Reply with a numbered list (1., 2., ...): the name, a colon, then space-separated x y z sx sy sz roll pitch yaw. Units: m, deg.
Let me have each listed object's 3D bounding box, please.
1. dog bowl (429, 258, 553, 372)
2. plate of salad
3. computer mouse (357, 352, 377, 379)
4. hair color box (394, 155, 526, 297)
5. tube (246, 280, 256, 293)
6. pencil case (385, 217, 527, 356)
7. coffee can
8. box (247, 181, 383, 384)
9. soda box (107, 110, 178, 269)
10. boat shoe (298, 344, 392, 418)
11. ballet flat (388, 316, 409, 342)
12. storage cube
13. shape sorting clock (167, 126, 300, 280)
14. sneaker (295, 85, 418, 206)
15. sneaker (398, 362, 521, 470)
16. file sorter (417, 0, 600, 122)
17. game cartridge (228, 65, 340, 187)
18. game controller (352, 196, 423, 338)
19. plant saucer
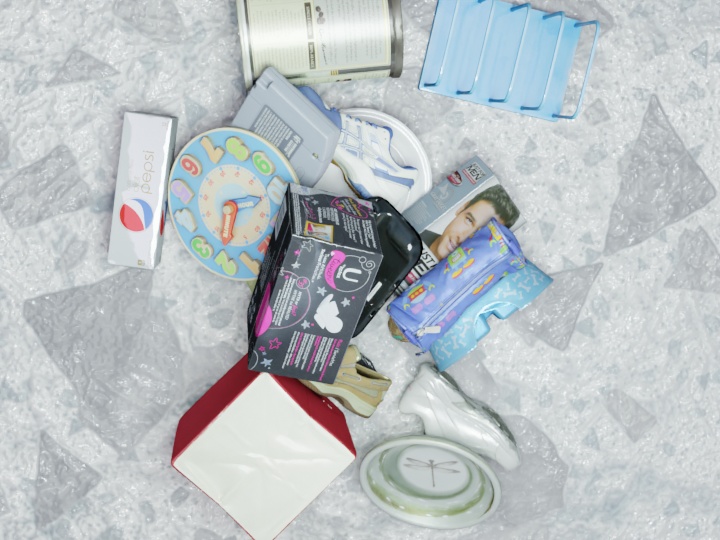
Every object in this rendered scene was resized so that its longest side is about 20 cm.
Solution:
1. dog bowl: 0.171 0.057 1.471 0.200 0.111 0.050 -39 87 2
2. plate of salad: -0.003 -0.119 1.452 0.199 0.048 0.201 0 104 2
3. computer mouse: -0.028 0.074 1.493 0.058 0.034 0.201 -22 108 8
4. hair color box: 0.110 -0.048 1.437 0.200 0.061 0.099 -38 127 5
5. tube: -0.124 0.017 1.457 0.058 0.052 0.201 -27 99 -12
6. pencil case: 0.125 0.021 1.398 0.200 0.087 0.078 -41 111 7
7. coffee can: -0.054 -0.309 1.366 0.199 0.146 0.147 -6 100 -5
8. box: -0.059 0.017 1.310 0.114 0.132 0.201 13 121 -14
9. soda box: -0.285 -0.106 1.414 0.063 0.068 0.201 8 98 -3
10. boat shoe: -0.033 0.127 1.438 0.076 0.072 0.200 -48 136 7
11. ballet flat: 0.124 0.031 1.479 0.200 0.065 0.071 -45 103 3
12. storage cube: -0.129 0.225 1.429 0.200 0.180 0.171 -44 100 1
13. shape sorting clock: -0.163 -0.083 1.381 0.199 0.039 0.201 7 110 19
14. sneaker: -0.008 -0.169 1.388 0.088 0.075 0.200 -42 106 -3
15. sneaker: 0.136 0.222 1.516 0.200 0.078 0.099 41 102 -3
16. file sorter: 0.194 -0.284 1.408 0.199 0.123 0.139 12 97 -7
17. game cartridge: -0.106 -0.155 1.369 0.133 0.200 0.042 40 53 -4
18. game controller: 0.000 0.000 1.392 0.104 0.042 0.200 42 125 7
19. plant saucer: 0.099 0.283 1.498 0.199 0.050 0.201 8 133 9
